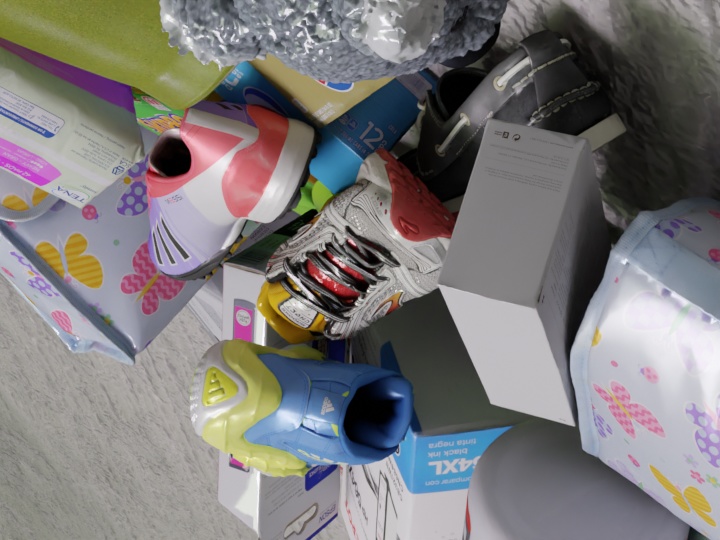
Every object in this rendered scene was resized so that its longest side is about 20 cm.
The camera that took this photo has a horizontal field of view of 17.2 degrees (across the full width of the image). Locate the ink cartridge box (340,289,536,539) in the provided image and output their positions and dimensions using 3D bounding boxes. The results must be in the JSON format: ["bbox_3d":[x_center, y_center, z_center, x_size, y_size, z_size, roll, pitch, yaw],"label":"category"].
[{"bbox_3d":[0.046,0.114,1.382,0.146,0.084,0.200,-111,19,-48],"label":"ink cartridge box"}]

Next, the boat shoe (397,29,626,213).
[{"bbox_3d":[0.061,-0.071,1.181,0.068,0.072,0.200,56,157,-6],"label":"boat shoe"}]

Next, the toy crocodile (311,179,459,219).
[{"bbox_3d":[0.060,-0.019,1.279,0.200,0.068,0.062,24,154,39],"label":"toy crocodile"}]

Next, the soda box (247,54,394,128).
[{"bbox_3d":[0.009,-0.131,1.132,0.064,0.068,0.200,43,160,-7],"label":"soda box"}]

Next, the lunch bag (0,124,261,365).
[{"bbox_3d":[-0.164,-0.069,1.424,0.200,0.170,0.127,49,161,-20],"label":"lunch bag"}]

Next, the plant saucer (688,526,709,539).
[{"bbox_3d":[0.252,0.167,1.278,0.200,0.027,0.200,16,167,4],"label":"plant saucer"}]

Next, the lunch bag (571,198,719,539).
[{"bbox_3d":[0.196,0.058,1.104,0.170,0.127,0.200,34,168,21],"label":"lunch bag"}]

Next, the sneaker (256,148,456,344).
[{"bbox_3d":[0.000,0.000,1.202,0.078,0.082,0.200,46,162,0],"label":"sneaker"}]

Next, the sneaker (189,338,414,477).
[{"bbox_3d":[-0.014,0.082,1.278,0.105,0.076,0.200,10,179,19],"label":"sneaker"}]

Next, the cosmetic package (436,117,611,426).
[{"bbox_3d":[0.080,0.005,1.107,0.051,0.083,0.200,12,164,14],"label":"cosmetic package"}]

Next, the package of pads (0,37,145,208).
[{"bbox_3d":[-0.201,-0.146,1.259,0.154,0.068,0.200,28,-145,-41],"label":"package of pads"}]

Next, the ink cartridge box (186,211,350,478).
[{"bbox_3d":[-0.026,0.050,1.541,0.176,0.084,0.200,30,160,53],"label":"ink cartridge box"}]

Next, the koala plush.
[{"bbox_3d":[0.022,-0.149,0.880,0.177,0.200,0.184,13,147,52],"label":"koala plush"}]

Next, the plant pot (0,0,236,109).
[{"bbox_3d":[-0.126,-0.180,1.131,0.193,0.200,0.200,34,163,-18],"label":"plant pot"}]

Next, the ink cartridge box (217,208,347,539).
[{"bbox_3d":[-0.044,0.072,1.384,0.037,0.095,0.200,14,116,27],"label":"ink cartridge box"}]

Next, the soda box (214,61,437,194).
[{"bbox_3d":[-0.058,-0.131,1.259,0.200,0.064,0.068,41,161,-2],"label":"soda box"}]

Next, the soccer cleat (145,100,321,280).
[{"bbox_3d":[-0.087,-0.047,1.280,0.073,0.068,0.200,24,160,-15],"label":"soccer cleat"}]

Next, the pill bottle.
[{"bbox_3d":[0.108,0.180,1.278,0.116,0.116,0.200,31,142,24],"label":"pill bottle"}]

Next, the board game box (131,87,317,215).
[{"bbox_3d":[-0.064,-0.070,1.361,0.200,0.030,0.096,26,171,-35],"label":"board game box"}]
